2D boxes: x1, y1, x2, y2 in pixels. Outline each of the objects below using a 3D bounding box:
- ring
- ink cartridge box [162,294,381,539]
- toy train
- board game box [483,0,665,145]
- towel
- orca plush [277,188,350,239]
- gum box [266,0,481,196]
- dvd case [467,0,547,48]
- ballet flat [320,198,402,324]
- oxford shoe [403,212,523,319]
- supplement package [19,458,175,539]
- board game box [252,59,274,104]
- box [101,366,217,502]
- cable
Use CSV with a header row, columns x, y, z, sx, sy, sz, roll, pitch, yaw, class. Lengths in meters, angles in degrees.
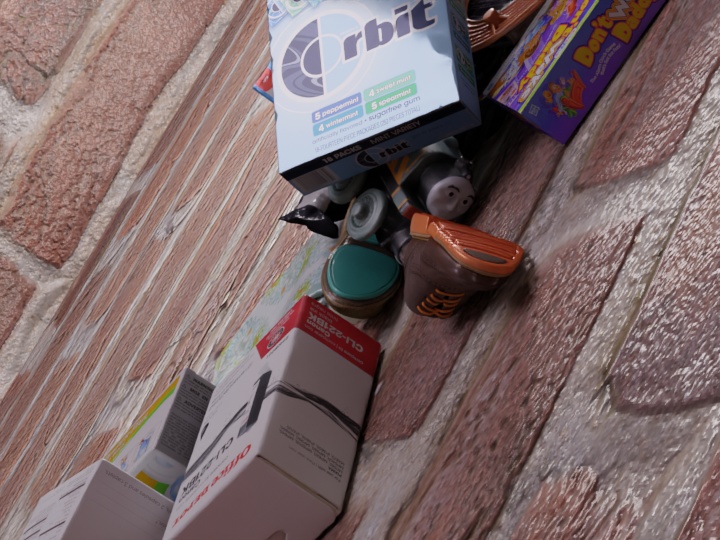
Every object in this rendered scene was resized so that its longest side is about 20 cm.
x,y,z,sx,sy,sz,roll,pitch,yaw,class
0.132,-0.264,1.614,0.200,0.019,0.201,-42,23,22,ring
-0.069,0.140,1.508,0.144,0.084,0.200,-46,18,34,ink cartridge box
0.031,-0.091,1.612,0.114,0.085,0.200,-49,37,18,toy train
0.184,-0.201,1.497,0.200,0.045,0.134,-55,14,4,board game box
-0.073,0.056,1.786,0.200,0.048,0.171,-51,16,21,towel
0.003,-0.069,1.793,0.105,0.071,0.200,-18,20,22,orca plush
0.007,-0.181,1.595,0.169,0.045,0.201,-21,55,22,gum box
0.150,-0.261,1.664,0.200,0.016,0.149,-49,23,-19,dvd case
0.000,0.000,1.651,0.200,0.068,0.073,-79,6,-57,ballet flat
0.071,0.004,1.405,0.200,0.071,0.073,-137,64,-82,oxford shoe
-0.213,0.287,1.525,0.151,0.151,0.201,-34,26,55,supplement package
0.004,-0.223,1.912,0.196,0.056,0.200,-56,-23,4,board game box
-0.169,0.196,1.663,0.200,0.112,0.102,-47,16,39,box
0.092,-0.151,1.684,0.200,0.051,0.164,-39,22,49,cable
